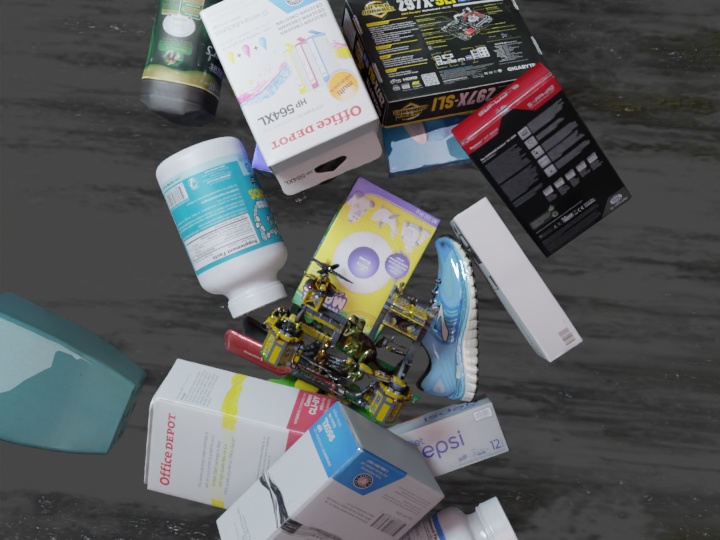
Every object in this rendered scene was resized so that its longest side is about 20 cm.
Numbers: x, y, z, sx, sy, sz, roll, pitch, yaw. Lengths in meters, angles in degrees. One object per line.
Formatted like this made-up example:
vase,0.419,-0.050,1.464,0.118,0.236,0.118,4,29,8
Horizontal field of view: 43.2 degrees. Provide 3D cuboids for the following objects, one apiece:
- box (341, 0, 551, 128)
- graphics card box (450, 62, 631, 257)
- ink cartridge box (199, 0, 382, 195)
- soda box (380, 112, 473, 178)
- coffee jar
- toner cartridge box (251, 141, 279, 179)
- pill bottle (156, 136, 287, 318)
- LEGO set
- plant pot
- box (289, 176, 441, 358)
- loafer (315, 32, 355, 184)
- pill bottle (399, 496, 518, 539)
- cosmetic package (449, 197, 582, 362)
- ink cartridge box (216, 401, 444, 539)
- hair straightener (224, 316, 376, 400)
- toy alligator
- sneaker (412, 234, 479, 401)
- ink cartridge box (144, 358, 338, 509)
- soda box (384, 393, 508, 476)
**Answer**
box,0.097,-0.254,1.045,0.200,0.049,0.160,-13,61,-13
graphics card box,0.208,-0.122,1.038,0.125,0.051,0.200,-38,121,11
ink cartridge box,-0.065,-0.195,0.973,0.128,0.125,0.200,-24,89,0
soda box,0.126,-0.163,1.090,0.200,0.064,0.068,-10,90,1
coffee jar,-0.202,-0.275,1.083,0.085,0.104,0.200,11,91,5
toner cartridge box,-0.083,-0.210,1.083,0.043,0.095,0.200,12,91,2
pill bottle,-0.156,-0.048,1.077,0.111,0.111,0.200,-22,90,2
LEGO set,-0.003,0.062,1.004,0.200,0.154,0.116,31,115,10
plant pot,-0.366,0.131,1.072,0.200,0.141,0.141,22,91,-4
box,0.000,0.000,1.103,0.117,0.048,0.200,28,93,2
loafer,-0.027,-0.199,1.098,0.071,0.073,0.200,21,80,5
pill bottle,0.090,0.348,1.066,0.200,0.112,0.112,-26,89,1
cosmetic package,0.181,0.011,1.079,0.051,0.083,0.200,-34,88,4
ink cartridge box,-0.034,0.259,0.986,0.200,0.084,0.145,-45,127,10
hair straightener,-0.060,0.100,1.085,0.200,0.077,0.041,19,124,21
toy alligator,-0.071,0.146,1.105,0.200,0.059,0.054,12,48,3
sneaker,0.096,0.057,1.085,0.090,0.078,0.200,-1,89,6
ink cartridge box,-0.140,0.201,1.062,0.200,0.083,0.145,14,121,2
soda box,0.071,0.212,1.088,0.200,0.068,0.063,-20,91,3
